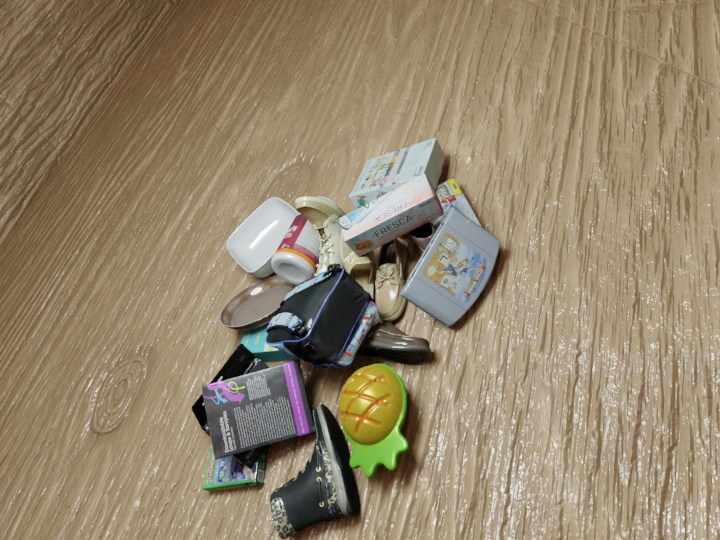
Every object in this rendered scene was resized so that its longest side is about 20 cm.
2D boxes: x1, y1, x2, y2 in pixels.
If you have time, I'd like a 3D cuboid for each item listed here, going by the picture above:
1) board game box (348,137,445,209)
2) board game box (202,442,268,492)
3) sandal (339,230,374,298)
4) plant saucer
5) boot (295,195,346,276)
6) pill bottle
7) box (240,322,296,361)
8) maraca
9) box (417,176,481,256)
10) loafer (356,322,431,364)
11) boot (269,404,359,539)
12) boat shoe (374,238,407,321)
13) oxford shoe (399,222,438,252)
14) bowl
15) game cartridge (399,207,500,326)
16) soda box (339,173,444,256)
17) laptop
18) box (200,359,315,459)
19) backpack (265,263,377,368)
[{"bbox_3d":[0.087,-0.219,1.248,0.199,0.064,0.148,-9,42,34],"label":"board game box"},{"bbox_3d":[-0.251,0.347,1.104,0.134,0.029,0.201,-17,50,24],"label":"board game box"},{"bbox_3d":[0.005,0.000,1.109,0.070,0.077,0.213,156,112,-67],"label":"sandal"},{"bbox_3d":[-0.235,0.080,1.251,0.199,0.032,0.201,-19,27,10],"label":"plant saucer"},{"bbox_3d":[-0.075,-0.057,1.153,0.072,0.200,0.156,-7,61,42],"label":"boot"},{"bbox_3d":[-0.120,-0.071,1.239,0.109,0.110,0.201,-1,49,33],"label":"pill bottle"},{"bbox_3d":[-0.174,0.153,1.183,0.199,0.049,0.083,-9,53,28],"label":"box"},{"bbox_3d":[0.024,0.257,0.932,0.137,0.107,0.201,-28,46,23],"label":"maraca"},{"bbox_3d":[0.180,-0.098,1.144,0.136,0.038,0.201,-29,46,14],"label":"box"},{"bbox_3d":[0.050,0.130,1.033,0.199,0.073,0.071,3,61,35],"label":"loafer"},{"bbox_3d":[-0.097,0.359,0.954,0.153,0.074,0.204,-28,53,11],"label":"boot"},{"bbox_3d":[0.057,0.012,1.124,0.071,0.065,0.201,-14,51,25],"label":"boat shoe"},{"bbox_3d":[0.108,-0.100,1.114,0.071,0.073,0.200,-47,45,-4],"label":"oxford shoe"},{"bbox_3d":[-0.234,-0.080,1.381,0.200,0.075,0.200,-46,45,-4],"label":"bowl"},{"bbox_3d":[0.179,-0.003,1.014,0.201,0.133,0.042,-59,3,-10],"label":"game cartridge"},{"bbox_3d":[0.061,-0.108,1.056,0.199,0.064,0.069,-26,50,15],"label":"soda box"},{"bbox_3d":[-0.242,0.273,1.110,0.178,0.103,0.200,-53,27,-12],"label":"laptop"},{"bbox_3d":[-0.200,0.271,1.039,0.199,0.036,0.144,-14,75,-4],"label":"box"},{"bbox_3d":[-0.089,0.101,1.044,0.200,0.134,0.183,-18,37,52],"label":"backpack"}]
